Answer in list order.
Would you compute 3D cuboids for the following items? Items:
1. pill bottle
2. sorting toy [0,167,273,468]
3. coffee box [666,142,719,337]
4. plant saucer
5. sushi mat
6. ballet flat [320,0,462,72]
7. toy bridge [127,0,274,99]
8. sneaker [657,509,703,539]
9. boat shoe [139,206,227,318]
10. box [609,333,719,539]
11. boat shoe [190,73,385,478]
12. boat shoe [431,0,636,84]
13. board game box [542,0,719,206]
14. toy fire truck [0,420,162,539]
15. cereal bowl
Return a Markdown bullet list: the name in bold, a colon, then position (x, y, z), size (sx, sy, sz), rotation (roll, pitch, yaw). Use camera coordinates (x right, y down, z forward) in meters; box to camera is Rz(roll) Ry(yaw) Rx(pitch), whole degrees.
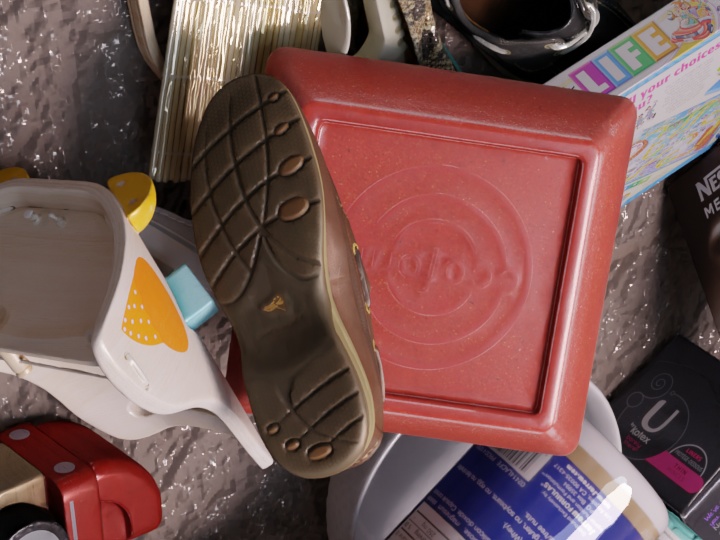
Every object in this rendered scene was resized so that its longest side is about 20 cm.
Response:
- **pill bottle**: position (0.072, 0.175, 1.062), size (0.200, 0.116, 0.116), rotation (-46, 127, -5)
- **sorting toy**: position (-0.130, 0.043, 0.961), size (0.180, 0.199, 0.107), rotation (53, 56, -39)
- **coffee box**: position (0.281, 0.008, 1.149), size (0.079, 0.201, 0.113), rotation (3, 149, -34)
- **plant saucer**: position (0.036, -0.003, 0.972), size (0.198, 0.037, 0.202), rotation (8, 104, -3)
- **sushi mat**: position (-0.057, -0.141, 0.969), size (0.095, 0.012, 0.202), rotation (-2, 111, -33)
- **ballet flat**: position (0.011, -0.126, 1.000), size (0.075, 0.068, 0.201), rotation (-49, 145, -24)
- **toy bridge**: position (-0.078, -0.120, 0.993), size (0.067, 0.027, 0.200), rotation (-45, 127, -6)
- **sneaker**: position (0.172, 0.206, 1.208), size (0.091, 0.077, 0.200), rotation (-47, 165, -9)
- **boat shoe**: position (-0.056, -0.006, 1.038), size (0.199, 0.072, 0.069), rotation (25, 80, -32)
- **box**: position (0.257, 0.161, 1.267), size (0.106, 0.122, 0.200), rotation (-43, 126, -7)
- **boat shoe**: position (-0.033, 0.003, 0.921), size (0.067, 0.071, 0.202), rotation (4, 70, -70)
- **boat shoe**: position (0.105, -0.144, 1.069), size (0.199, 0.068, 0.072), rotation (23, 98, -41)
- **board game box**: position (0.154, -0.086, 1.109), size (0.199, 0.034, 0.135), rotation (-33, 153, -16)
- **toy fire truck**: position (-0.130, 0.170, 1.047), size (0.199, 0.128, 0.177), rotation (-21, 121, -36)
- **cereal bowl**: position (0.061, 0.131, 1.158), size (0.199, 0.083, 0.202), rotation (-14, 118, -27)
